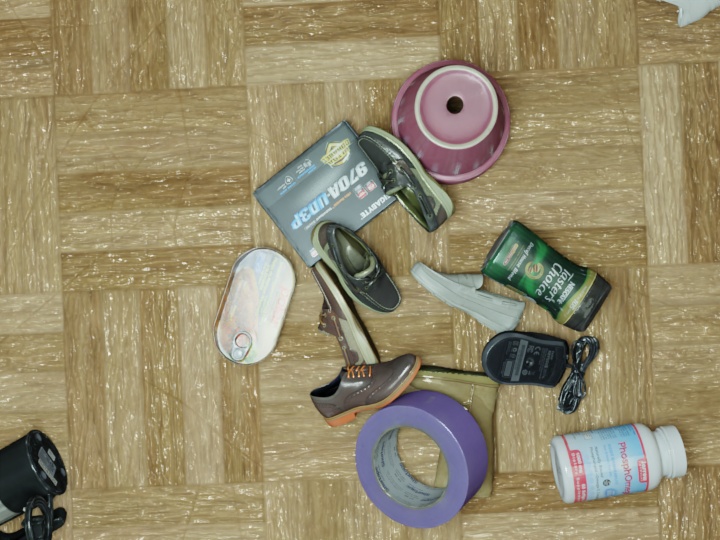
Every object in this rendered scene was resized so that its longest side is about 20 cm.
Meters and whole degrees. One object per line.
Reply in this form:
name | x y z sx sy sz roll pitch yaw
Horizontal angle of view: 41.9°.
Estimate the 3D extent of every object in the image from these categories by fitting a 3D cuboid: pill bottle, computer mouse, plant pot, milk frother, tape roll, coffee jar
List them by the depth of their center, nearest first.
plant pot | 0.146 -0.244 1.493 0.198 0.179 0.202 0 91 2
tape roll | 0.096 0.299 1.495 0.199 0.085 0.202 6 103 29
milk frother | -0.579 0.384 1.502 0.187 0.200 0.181 -28 93 2
pill bottle | 0.414 0.307 1.516 0.198 0.109 0.110 -10 89 2
coffee jar | 0.304 0.012 1.533 0.199 0.085 0.105 32 91 1
computer mouse | 0.281 0.150 1.536 0.199 0.053 0.139 14 101 -17

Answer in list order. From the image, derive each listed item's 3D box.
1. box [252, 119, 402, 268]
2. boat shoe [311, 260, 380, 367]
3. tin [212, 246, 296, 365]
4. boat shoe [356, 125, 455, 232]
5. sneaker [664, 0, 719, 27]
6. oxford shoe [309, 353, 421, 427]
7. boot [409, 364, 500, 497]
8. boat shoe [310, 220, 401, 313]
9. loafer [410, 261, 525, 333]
box | -0.055 -0.126 1.564 0.200 0.046 0.159 -37 89 1
boat shoe | -0.040 0.083 1.551 0.072 0.072 0.201 -27 100 8
tin | -0.175 0.060 1.572 0.111 0.042 0.201 19 90 6
boat shoe | 0.065 -0.145 1.505 0.201 0.072 0.066 44 64 -7
sneaker | 0.500 -0.479 1.513 0.088 0.075 0.200 -36 116 16
oxford shoe | 0.007 0.182 1.518 0.199 0.071 0.073 -33 113 18
boot | 0.143 0.264 1.548 0.174 0.066 0.202 7 92 3
boat shoe | 0.000 0.000 1.522 0.200 0.065 0.073 44 73 -23
loafer | 0.176 0.033 1.546 0.199 0.070 0.070 29 96 -8
